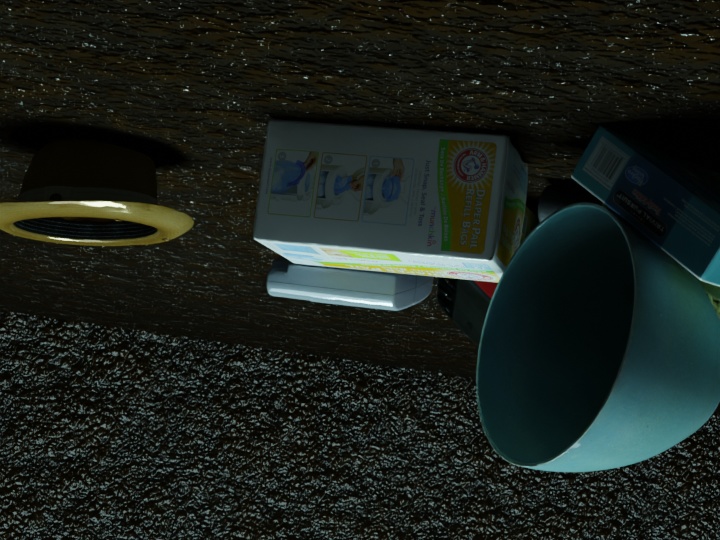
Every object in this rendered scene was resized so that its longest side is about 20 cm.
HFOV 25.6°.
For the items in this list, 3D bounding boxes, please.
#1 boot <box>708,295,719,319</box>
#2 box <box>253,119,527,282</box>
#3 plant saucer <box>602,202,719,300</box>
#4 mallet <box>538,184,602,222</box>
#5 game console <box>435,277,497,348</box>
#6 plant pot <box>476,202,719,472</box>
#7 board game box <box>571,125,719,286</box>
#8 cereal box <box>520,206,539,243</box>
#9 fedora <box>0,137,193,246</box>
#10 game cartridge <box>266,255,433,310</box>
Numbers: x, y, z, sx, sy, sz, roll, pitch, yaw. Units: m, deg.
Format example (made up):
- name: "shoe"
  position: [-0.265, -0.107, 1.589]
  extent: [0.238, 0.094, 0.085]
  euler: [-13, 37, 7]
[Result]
- name: "boot"
  position: [0.295, 0.033, 1.324]
  extent: [0.095, 0.074, 0.200]
  euler: [-10, 150, 21]
- name: "box"
  position: [0.028, -0.055, 1.289]
  extent: [0.199, 0.102, 0.112]
  euler: [5, 172, 17]
- name: "plant saucer"
  position: [0.292, -0.015, 1.302]
  extent: [0.199, 0.031, 0.200]
  euler: [29, -163, -9]
- name: "mallet"
  position: [0.206, 0.017, 1.403]
  extent: [0.066, 0.201, 0.041]
  euler: [2, -151, 33]
- name: "game console"
  position: [0.140, 0.056, 1.522]
  extent: [0.177, 0.031, 0.200]
  euler: [46, 170, 13]
- name: "plant pot"
  position: [0.197, 0.065, 1.195]
  extent: [0.134, 0.201, 0.200]
  euler: [18, 168, -25]
- name: "board game box"
  position: [0.274, -0.030, 1.178]
  extent: [0.199, 0.047, 0.151]
  euler: [15, -159, -41]
- name: "cereal box"
  position: [0.074, -0.044, 1.546]
  extent: [0.199, 0.040, 0.144]
  euler: [5, 172, 20]
- name: "fedora"
  position: [-0.255, -0.075, 1.488]
  extent: [0.199, 0.082, 0.201]
  euler: [2, 170, 0]
- name: "game cartridge"
  position: [0.000, 0.000, 1.447]
  extent: [0.132, 0.042, 0.200]
  euler: [10, -169, 9]
